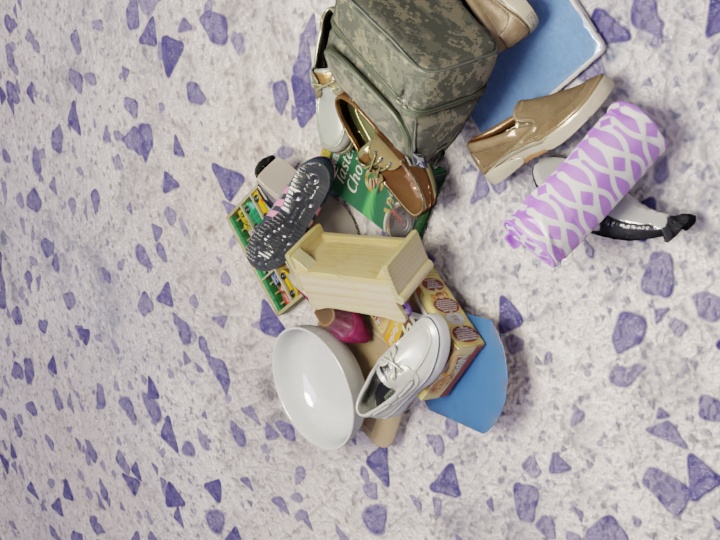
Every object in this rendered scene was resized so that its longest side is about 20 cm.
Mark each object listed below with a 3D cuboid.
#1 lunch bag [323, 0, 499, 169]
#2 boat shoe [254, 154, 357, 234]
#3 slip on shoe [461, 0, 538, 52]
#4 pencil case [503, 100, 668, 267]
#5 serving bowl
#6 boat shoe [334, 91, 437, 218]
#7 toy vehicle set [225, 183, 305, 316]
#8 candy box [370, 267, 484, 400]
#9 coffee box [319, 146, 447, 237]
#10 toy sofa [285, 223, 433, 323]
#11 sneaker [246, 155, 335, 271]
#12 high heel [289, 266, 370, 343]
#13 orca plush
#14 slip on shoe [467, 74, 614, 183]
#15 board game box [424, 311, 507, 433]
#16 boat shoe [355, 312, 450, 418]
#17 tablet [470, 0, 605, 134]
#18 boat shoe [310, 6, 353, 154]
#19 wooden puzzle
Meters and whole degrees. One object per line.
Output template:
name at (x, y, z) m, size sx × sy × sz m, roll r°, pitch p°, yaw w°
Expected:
lunch bag at (0.053, -0.242, 0.987) m, size 0.200 × 0.138 × 0.169 m, roll 50°, pitch 150°, yaw 22°
boat shoe at (-0.085, -0.095, 1.293) m, size 0.200 × 0.075 × 0.093 m, roll 46°, pitch 167°, yaw 2°
slip on shoe at (0.129, -0.339, 0.991) m, size 0.061 × 0.076 × 0.200 m, roll -44°, pitch 67°, yaw 8°
pencil case at (0.247, -0.097, 0.905) m, size 0.084 × 0.200 × 0.085 m, roll 45°, pitch 178°, yaw -26°
serving bowl at (-0.055, 0.175, 1.279) m, size 0.199 × 0.065 × 0.203 m, roll 24°, pitch 123°, yaw 43°
boat shoe at (0.027, -0.157, 1.090) m, size 0.201 × 0.073 × 0.076 m, roll 60°, pitch 141°, yaw 12°
toy vehicle set at (-0.146, -0.038, 1.383) m, size 0.124 × 0.026 × 0.202 m, roll -39°, pitch 76°, yaw 42°
candy box at (0.082, 0.067, 1.158) m, size 0.201 × 0.055 × 0.116 m, roll 59°, pitch 136°, yaw 33°
coffee box at (0.024, -0.139, 1.185) m, size 0.200 × 0.044 × 0.124 m, roll 41°, pitch 126°, yaw 26°
toy sofa at (0.000, 0.000, 1.136) m, size 0.198 × 0.083 × 0.098 m, roll 6°, pitch 132°, yaw 41°
sneaker at (-0.097, -0.084, 1.213) m, size 0.070 × 0.082 × 0.200 m, roll 38°, pitch 115°, yaw -5°
high heel at (-0.050, 0.033, 1.269) m, size 0.067 × 0.096 × 0.201 m, roll -38°, pitch 47°, yaw 19°
orca plush at (0.295, -0.074, 0.965) m, size 0.198 × 0.071 × 0.106 m, roll 16°, pitch 69°, yaw 34°
slip on shoe at (0.209, -0.177, 0.973) m, size 0.061 × 0.076 × 0.199 m, roll 46°, pitch 140°, yaw -9°
board game box at (0.150, 0.134, 1.155) m, size 0.199 × 0.039 × 0.160 m, roll 14°, pitch 106°, yaw 55°
boat shoe at (0.054, 0.137, 1.101) m, size 0.074 × 0.065 × 0.201 m, roll 55°, pitch 134°, yaw 34°
tablet at (0.196, -0.262, 1.012) m, size 0.200 × 0.014 × 0.131 m, roll -40°, pitch 75°, yaw 43°
boat shoe at (-0.039, -0.267, 1.147) m, size 0.074 × 0.068 × 0.203 m, roll 0°, pitch 87°, yaw 27°
wooden puzzle at (0.003, 0.152, 1.295) m, size 0.199 × 0.037 × 0.187 m, roll 36°, pitch 124°, yaw 34°
